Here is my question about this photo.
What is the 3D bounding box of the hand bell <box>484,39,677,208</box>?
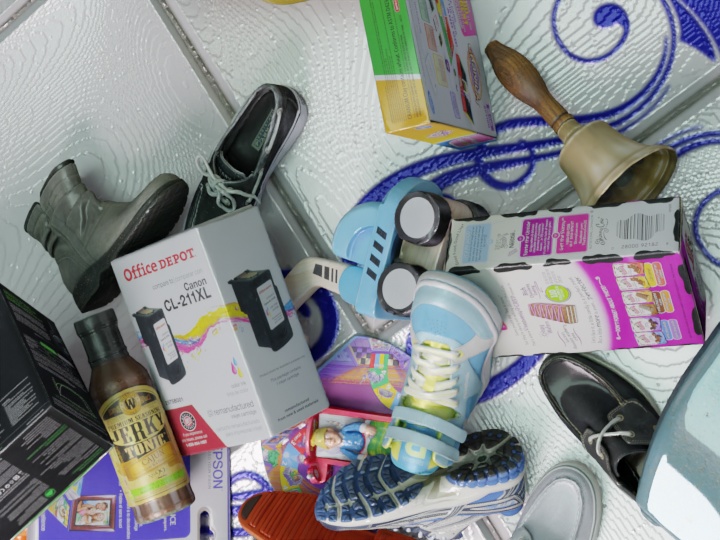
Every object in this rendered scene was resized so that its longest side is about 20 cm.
[{"bbox_3d":[0.174,-0.134,1.225,0.104,0.104,0.200,-47,64,15],"label":"hand bell"}]

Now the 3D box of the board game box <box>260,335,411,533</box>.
[{"bbox_3d":[-0.011,0.166,1.312,0.200,0.039,0.158,-42,76,17],"label":"board game box"}]

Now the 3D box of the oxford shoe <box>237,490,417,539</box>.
[{"bbox_3d":[-0.026,0.268,1.298,0.198,0.071,0.073,20,138,21],"label":"oxford shoe"}]

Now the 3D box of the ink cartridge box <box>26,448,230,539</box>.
[{"bbox_3d":[-0.224,0.262,1.350,0.198,0.043,0.201,1,86,-24],"label":"ink cartridge box"}]

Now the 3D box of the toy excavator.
[{"bbox_3d":[0.000,0.000,1.290,0.199,0.100,0.196,20,99,34],"label":"toy excavator"}]

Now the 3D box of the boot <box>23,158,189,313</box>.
[{"bbox_3d":[-0.262,-0.061,1.374,0.131,0.068,0.200,53,125,12],"label":"boot"}]

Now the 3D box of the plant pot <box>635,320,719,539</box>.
[{"bbox_3d":[0.320,0.141,1.082,0.196,0.196,0.200,41,97,11],"label":"plant pot"}]

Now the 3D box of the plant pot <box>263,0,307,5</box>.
[{"bbox_3d":[-0.115,-0.335,1.276,0.187,0.200,0.203,-8,88,35],"label":"plant pot"}]

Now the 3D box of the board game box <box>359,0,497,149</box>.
[{"bbox_3d":[0.059,-0.188,1.196,0.040,0.200,0.155,-12,86,21],"label":"board game box"}]

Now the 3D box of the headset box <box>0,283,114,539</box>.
[{"bbox_3d":[-0.347,0.135,1.280,0.174,0.093,0.200,-42,47,3],"label":"headset box"}]

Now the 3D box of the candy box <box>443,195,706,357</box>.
[{"bbox_3d":[0.185,0.009,1.182,0.198,0.137,0.061,-5,52,20],"label":"candy box"}]

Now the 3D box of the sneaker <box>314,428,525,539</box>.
[{"bbox_3d":[0.058,0.214,1.257,0.198,0.077,0.086,-13,125,11],"label":"sneaker"}]

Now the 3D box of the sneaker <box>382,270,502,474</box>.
[{"bbox_3d":[0.065,0.098,1.178,0.079,0.201,0.131,16,60,19],"label":"sneaker"}]

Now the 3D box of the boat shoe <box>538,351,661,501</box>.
[{"bbox_3d":[0.230,0.145,1.206,0.072,0.067,0.200,-47,74,17],"label":"boat shoe"}]

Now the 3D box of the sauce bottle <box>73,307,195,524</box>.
[{"bbox_3d":[-0.218,0.136,1.307,0.064,0.065,0.202,-22,91,20],"label":"sauce bottle"}]

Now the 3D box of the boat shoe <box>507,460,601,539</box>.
[{"bbox_3d":[0.155,0.267,1.232,0.070,0.071,0.203,24,99,19],"label":"boat shoe"}]

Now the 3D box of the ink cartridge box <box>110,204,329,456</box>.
[{"bbox_3d":[-0.134,0.058,1.296,0.145,0.082,0.202,-18,94,45],"label":"ink cartridge box"}]

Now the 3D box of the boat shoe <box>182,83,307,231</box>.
[{"bbox_3d":[-0.122,-0.090,1.337,0.073,0.068,0.200,40,104,16],"label":"boat shoe"}]

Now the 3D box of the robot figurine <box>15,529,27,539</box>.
[{"bbox_3d":[-0.321,0.192,1.395,0.143,0.116,0.202,-5,90,30],"label":"robot figurine"}]
